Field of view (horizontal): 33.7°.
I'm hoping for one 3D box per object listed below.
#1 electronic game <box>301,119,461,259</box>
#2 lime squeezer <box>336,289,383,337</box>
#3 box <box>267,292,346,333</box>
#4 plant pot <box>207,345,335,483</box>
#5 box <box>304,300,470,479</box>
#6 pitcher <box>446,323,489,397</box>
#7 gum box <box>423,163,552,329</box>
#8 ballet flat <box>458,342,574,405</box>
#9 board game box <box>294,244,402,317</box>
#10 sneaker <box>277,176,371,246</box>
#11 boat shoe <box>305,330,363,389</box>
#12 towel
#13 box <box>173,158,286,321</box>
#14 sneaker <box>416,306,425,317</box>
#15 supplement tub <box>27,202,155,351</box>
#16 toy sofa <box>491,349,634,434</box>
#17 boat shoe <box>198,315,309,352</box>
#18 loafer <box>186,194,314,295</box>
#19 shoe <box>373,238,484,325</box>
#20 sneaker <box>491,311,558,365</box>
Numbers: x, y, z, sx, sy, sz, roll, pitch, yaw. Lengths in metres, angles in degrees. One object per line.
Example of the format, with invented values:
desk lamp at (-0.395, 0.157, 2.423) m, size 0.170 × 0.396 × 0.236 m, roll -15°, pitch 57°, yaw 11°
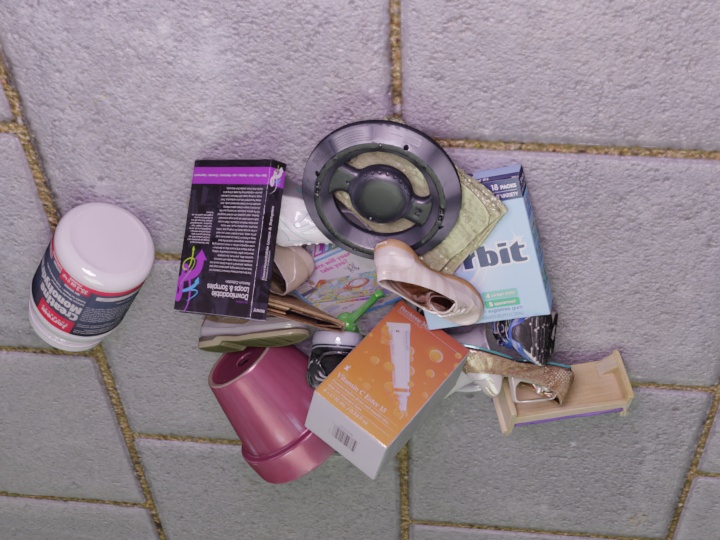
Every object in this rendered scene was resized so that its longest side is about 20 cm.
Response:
electronic game at (0.026, -0.095, 1.461) m, size 0.199 × 0.042 × 0.201 m, roll 5°, pitch 127°, yaw 7°
lime squeezer at (-0.005, 0.078, 1.725) m, size 0.070 × 0.038 × 0.200 m, roll -37°, pitch 161°, yaw -14°
box at (-0.128, 0.041, 1.629) m, size 0.163 × 0.021 × 0.200 m, roll 16°, pitch -179°, yaw -25°
plant pot at (-0.130, 0.195, 1.823) m, size 0.199 × 0.200 × 0.179 m, roll -24°, pitch 115°, yaw 33°
box at (0.037, 0.160, 1.610) m, size 0.124 × 0.200 × 0.098 m, roll 36°, pitch 145°, yaw 14°
pitcher at (0.106, 0.157, 1.793) m, size 0.199 × 0.122 × 0.172 m, roll -14°, pitch 147°, yaw 6°
gum box at (0.149, -0.027, 1.558) m, size 0.169 × 0.045 × 0.201 m, roll -9°, pitch 116°, yaw 19°
ballet flat at (0.210, 0.151, 1.676) m, size 0.199 × 0.066 × 0.070 m, roll 12°, pitch 168°, yaw -13°
board game box at (0.000, 0.000, 1.675) m, size 0.199 × 0.034 × 0.134 m, roll -22°, pitch 132°, yaw 31°
sneaker at (-0.070, -0.067, 1.570) m, size 0.199 × 0.071 × 0.081 m, roll 21°, pitch 121°, yaw -7°
boat shoe at (-0.038, 0.131, 1.682) m, size 0.072 × 0.071 × 0.200 m, roll 7°, pitch 165°, yaw -5°
towel at (0.072, -0.089, 1.498) m, size 0.200 × 0.037 × 0.148 m, roll 38°, pitch 121°, yaw -7°
box at (-0.166, -0.040, 1.501) m, size 0.142 × 0.201 × 0.036 m, roll 4°, pitch 174°, yaw 40°
sneaker at (0.164, 0.032, 1.655) m, size 0.199 × 0.078 × 0.078 m, roll -23°, pitch 130°, yaw 29°
supplement tub at (-0.382, 0.012, 1.665) m, size 0.140 × 0.141 × 0.200 m, roll 22°, pitch 138°, yaw -17°
toy sofa at (0.299, 0.190, 1.775) m, size 0.199 × 0.083 × 0.098 m, roll -7°, pitch 146°, yaw -9°
boat shoe at (-0.159, 0.076, 1.734) m, size 0.199 × 0.069 × 0.075 m, roll -8°, pitch 162°, yaw 34°
loafer at (-0.153, -0.038, 1.606) m, size 0.199 × 0.068 × 0.076 m, roll 33°, pitch 135°, yaw -8°
shoe at (0.086, 0.029, 1.508) m, size 0.070 × 0.054 × 0.200 m, roll -27°, pitch 136°, yaw 34°
sneaker at (0.223, 0.088, 1.658) m, size 0.089 × 0.079 × 0.200 m, roll 5°, pitch 179°, yaw 14°
